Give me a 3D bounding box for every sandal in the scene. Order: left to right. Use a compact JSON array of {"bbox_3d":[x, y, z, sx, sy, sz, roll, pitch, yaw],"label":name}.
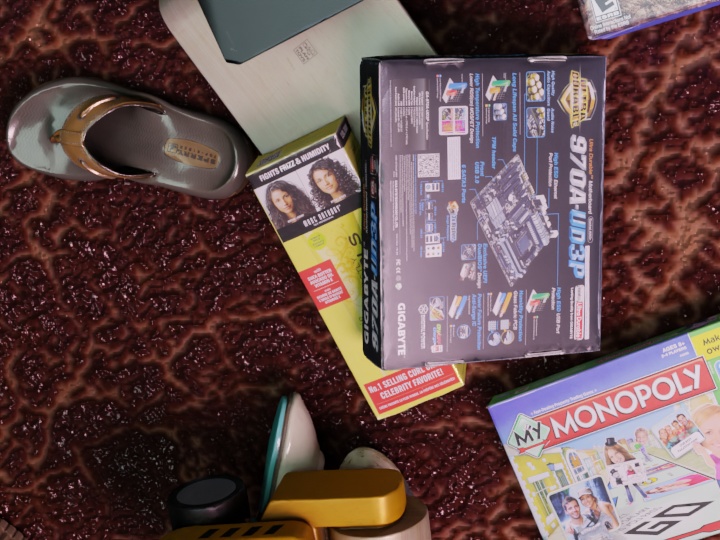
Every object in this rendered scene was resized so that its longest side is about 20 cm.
[{"bbox_3d":[-0.178,-0.093,0.929,0.199,0.055,0.082,16,104,14],"label":"sandal"}]

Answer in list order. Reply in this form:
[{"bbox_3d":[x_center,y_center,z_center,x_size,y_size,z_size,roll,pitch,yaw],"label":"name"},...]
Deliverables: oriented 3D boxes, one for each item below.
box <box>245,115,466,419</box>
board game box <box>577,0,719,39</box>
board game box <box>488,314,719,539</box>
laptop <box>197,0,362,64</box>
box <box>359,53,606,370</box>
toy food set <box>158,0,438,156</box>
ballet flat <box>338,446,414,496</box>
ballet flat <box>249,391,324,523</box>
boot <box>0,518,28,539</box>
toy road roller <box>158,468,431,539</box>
[{"bbox_3d":[0.000,0.000,0.868,0.075,0.050,0.201,-22,108,15],"label":"box"},{"bbox_3d":[0.194,-0.260,0.760,0.158,0.097,0.201,-15,95,19],"label":"board game box"},{"bbox_3d":[0.204,0.118,0.855,0.199,0.029,0.135,-23,93,20],"label":"board game box"},{"bbox_3d":[-0.022,-0.254,0.815,0.103,0.199,0.178,-21,94,51],"label":"laptop"},{"bbox_3d":[0.080,-0.041,0.822,0.158,0.046,0.202,-4,101,-17],"label":"box"},{"bbox_3d":[-0.030,-0.157,0.877,0.143,0.060,0.200,-35,97,19],"label":"toy food set"},{"bbox_3d":[0.016,0.229,0.926,0.066,0.057,0.202,-5,98,17],"label":"ballet flat"},{"bbox_3d":[-0.055,0.187,0.944,0.069,0.069,0.201,22,107,12],"label":"ballet flat"},{"bbox_3d":[-0.318,0.309,1.036,0.166,0.072,0.200,-43,89,17],"label":"boot"},{"bbox_3d":[-0.052,0.219,0.838,0.198,0.146,0.124,-5,104,9],"label":"toy road roller"}]
